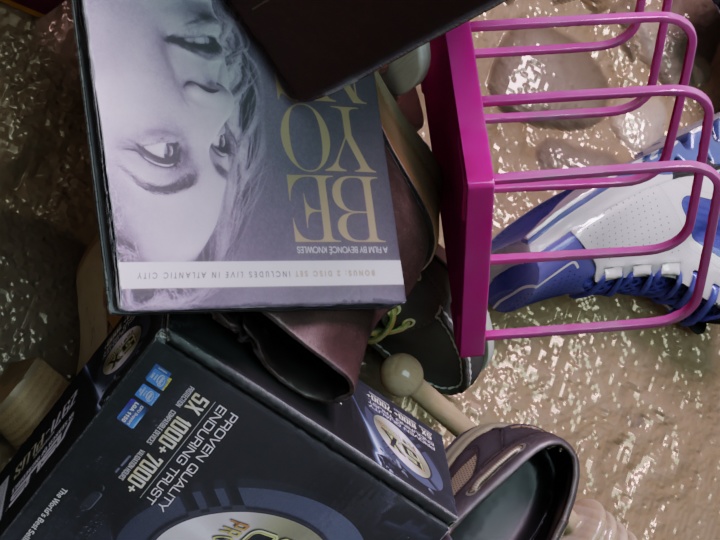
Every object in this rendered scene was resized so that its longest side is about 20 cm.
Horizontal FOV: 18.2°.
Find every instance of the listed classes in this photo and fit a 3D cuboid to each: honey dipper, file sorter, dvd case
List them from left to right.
[{"bbox_3d":[-0.053,-0.081,0.955,0.148,0.016,0.201,0,79,-39],"label":"dvd case"},{"bbox_3d":[0.080,0.106,1.181,0.200,0.038,0.038,42,65,-30],"label":"honey dipper"},{"bbox_3d":[0.100,-0.082,1.108,0.125,0.139,0.200,-4,54,-3],"label":"file sorter"}]

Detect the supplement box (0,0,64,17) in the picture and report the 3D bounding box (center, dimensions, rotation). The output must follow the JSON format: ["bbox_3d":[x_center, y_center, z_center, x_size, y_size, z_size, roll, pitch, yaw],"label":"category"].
[{"bbox_3d":[-0.140,-0.206,1.059,0.086,0.200,0.111,22,72,-22],"label":"supplement box"}]

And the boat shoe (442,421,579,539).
[{"bbox_3d":[0.041,0.153,1.057,0.074,0.073,0.200,33,67,-15],"label":"boat shoe"}]

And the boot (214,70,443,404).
[{"bbox_3d":[-0.044,-0.056,1.007,0.200,0.072,0.166,46,38,-15],"label":"boot"}]

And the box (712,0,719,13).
[{"bbox_3d":[0.328,-0.126,1.301,0.200,0.117,0.197,-27,94,-42],"label":"box"}]

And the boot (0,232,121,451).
[{"bbox_3d":[-0.083,0.044,1.126,0.144,0.071,0.201,42,71,-20],"label":"boot"}]

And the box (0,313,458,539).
[{"bbox_3d":[-0.081,0.125,1.037,0.164,0.086,0.200,35,107,-16],"label":"box"}]

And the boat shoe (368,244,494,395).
[{"bbox_3d":[0.000,0.000,1.143,0.201,0.072,0.061,52,40,-30],"label":"boat shoe"}]

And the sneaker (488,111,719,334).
[{"bbox_3d":[0.169,-0.008,1.247,0.199,0.081,0.115,-28,92,-29],"label":"sneaker"}]

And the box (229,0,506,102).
[{"bbox_3d":[0.011,-0.212,0.927,0.200,0.164,0.166,53,50,-11],"label":"box"}]

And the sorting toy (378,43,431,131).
[{"bbox_3d":[-0.006,-0.161,1.126,0.107,0.200,0.180,-23,80,-5],"label":"sorting toy"}]

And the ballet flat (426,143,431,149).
[{"bbox_3d":[-0.031,-0.076,1.164,0.200,0.071,0.069,26,71,-20],"label":"ballet flat"}]
